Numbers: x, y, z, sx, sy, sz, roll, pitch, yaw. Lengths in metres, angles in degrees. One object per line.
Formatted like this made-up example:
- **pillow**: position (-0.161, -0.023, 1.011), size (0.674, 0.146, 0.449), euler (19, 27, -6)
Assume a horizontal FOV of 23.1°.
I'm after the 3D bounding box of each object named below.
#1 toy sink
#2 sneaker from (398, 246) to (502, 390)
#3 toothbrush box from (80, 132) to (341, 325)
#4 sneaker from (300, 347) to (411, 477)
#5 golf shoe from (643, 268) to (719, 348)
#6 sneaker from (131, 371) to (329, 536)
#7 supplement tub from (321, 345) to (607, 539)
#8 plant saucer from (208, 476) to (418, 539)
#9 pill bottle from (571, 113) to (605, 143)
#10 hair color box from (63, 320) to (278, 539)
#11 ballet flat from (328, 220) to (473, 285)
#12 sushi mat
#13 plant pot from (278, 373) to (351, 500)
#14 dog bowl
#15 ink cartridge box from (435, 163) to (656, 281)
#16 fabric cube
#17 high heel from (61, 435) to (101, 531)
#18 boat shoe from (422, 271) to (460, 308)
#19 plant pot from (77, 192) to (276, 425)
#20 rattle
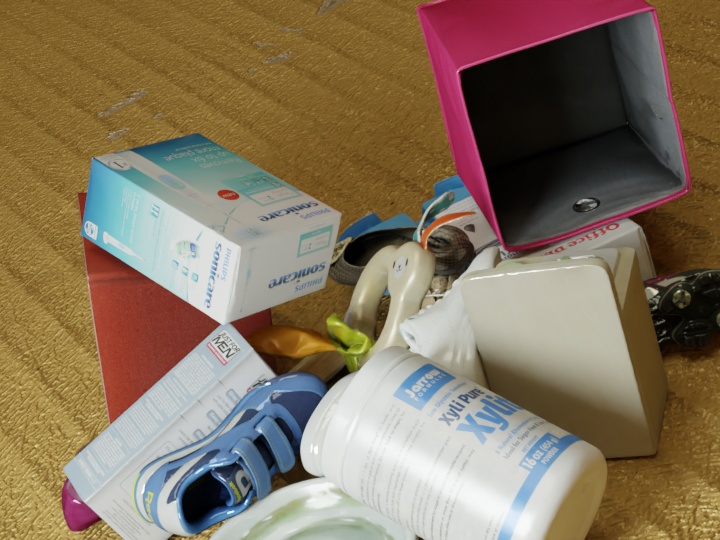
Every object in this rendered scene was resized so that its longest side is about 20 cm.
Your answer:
- **toy sink**: position (0.178, 0.052, 1.516), size (0.130, 0.201, 0.112), euler (-7, 32, 22)
- **sneaker**: position (0.080, 0.043, 1.567), size (0.088, 0.076, 0.200), euler (-6, 29, 20)
- **toothbrush box**: position (-0.142, -0.043, 1.663), size (0.199, 0.086, 0.146), euler (31, 32, 31)
- **sneaker**: position (0.037, 0.120, 1.562), size (0.200, 0.073, 0.084), euler (-35, 30, -27)
- **golf shoe**: position (0.253, 0.049, 1.627), size (0.199, 0.078, 0.088), euler (-14, 10, 6)
- **sneaker**: position (-0.100, 0.165, 1.536), size (0.200, 0.074, 0.082), euler (-37, 24, -15)
- **supplement tub**: position (0.083, 0.158, 1.408), size (0.199, 0.132, 0.132), euler (27, 49, 24)
- **plant saucer**: position (-0.042, 0.253, 1.465), size (0.199, 0.050, 0.201), euler (-14, 30, 8)
- **pill bottle**: position (0.232, -0.171, 1.946), size (0.111, 0.113, 0.200), euler (-22, 29, -5)
- **hair color box**: position (-0.157, 0.152, 1.592), size (0.200, 0.099, 0.061), euler (-42, 39, -4)
- **ballet flat**: position (0.030, -0.022, 1.765), size (0.199, 0.046, 0.068), euler (-2, 51, 49)
- **sushi mat**: position (-0.071, 0.121, 1.713), size (0.200, 0.012, 0.095), euler (-40, 14, -32)
- **plant pot**: position (0.018, 0.153, 1.620), size (0.199, 0.028, 0.200), euler (-16, 29, 9)
- **dog bowl**: position (0.073, -0.037, 1.882), size (0.199, 0.050, 0.112), euler (-25, 30, -10)
- **ink cartridge box**: position (0.182, -0.018, 1.747), size (0.145, 0.084, 0.200), euler (-24, 29, -11)
- **fabric cube**: position (0.184, -0.166, 1.713), size (0.195, 0.201, 0.200), euler (-18, 26, -3)
- **high heel**: position (-0.202, 0.177, 1.690), size (0.199, 0.097, 0.067), euler (-20, 53, -37)
- **boat shoe**: position (0.078, 0.037, 1.737), size (0.071, 0.065, 0.200), euler (-21, 30, -3)
- **plant pot**: position (-0.182, 0.038, 1.781), size (0.175, 0.201, 0.200), euler (-8, 29, -9)
- **rattle**: position (0.000, 0.000, 1.629), size (0.142, 0.201, 0.131), euler (24, 37, -7)
